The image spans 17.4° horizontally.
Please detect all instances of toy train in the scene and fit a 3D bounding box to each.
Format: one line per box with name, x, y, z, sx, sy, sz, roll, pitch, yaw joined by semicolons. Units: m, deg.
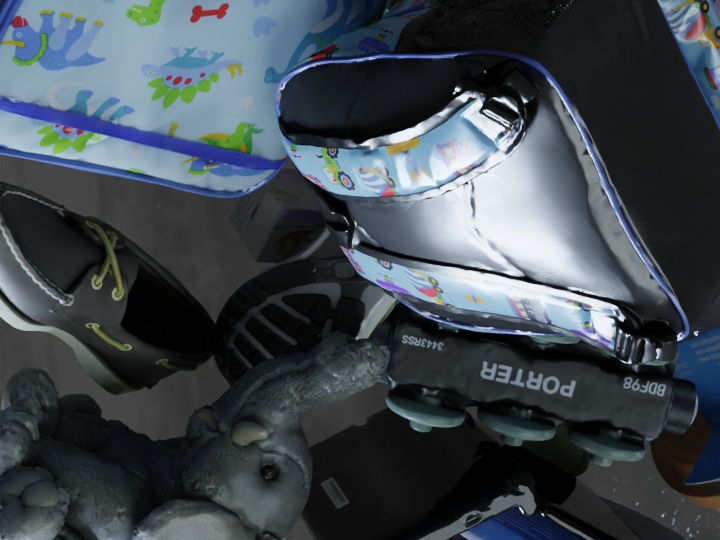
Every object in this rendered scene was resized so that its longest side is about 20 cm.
toy train;0.091;0.050;1.340;0.200;0.114;0.085;11;103;-6

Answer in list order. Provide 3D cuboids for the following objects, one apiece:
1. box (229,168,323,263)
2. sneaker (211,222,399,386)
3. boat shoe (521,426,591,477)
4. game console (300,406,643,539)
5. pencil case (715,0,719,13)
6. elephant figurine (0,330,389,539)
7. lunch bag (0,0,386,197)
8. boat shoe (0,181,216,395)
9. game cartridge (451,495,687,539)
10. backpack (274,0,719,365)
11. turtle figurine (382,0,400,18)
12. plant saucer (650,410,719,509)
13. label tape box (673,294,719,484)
box;0.022;-0.025;1.322;0.200;0.039;0.041;5;128;-37
sneaker;0.000;0.000;1.243;0.200;0.074;0.081;-44;173;26
boat shoe;0.140;0.043;1.455;0.199;0.074;0.066;90;24;-44
game console;0.065;0.150;1.384;0.176;0.200;0.116;-27;106;-6
pencil case;0.171;-0.096;1.317;0.087;0.087;0.200;15;122;-43
elephant figurine;-0.087;0.121;1.216;0.200;0.142;0.155;2;152;0
lunch bag;-0.098;-0.116;1.117;0.200;0.082;0.161;13;126;-40
boat shoe;-0.140;0.003;1.209;0.061;0.072;0.201;-15;152;18
game cartridge;0.127;0.172;1.432;0.133;0.200;0.041;-5;105;-28
backpack;0.068;-0.057;1.088;0.135;0.200;0.183;-50;122;-30
turtle figurine;0.064;-0.148;1.184;0.150;0.101;0.200;-10;130;-26
plant saucer;0.245;0.050;1.435;0.032;0.200;0.200;31;112;-23
label tape box;0.237;0.016;1.353;0.066;0.200;0.143;31;158;-15
